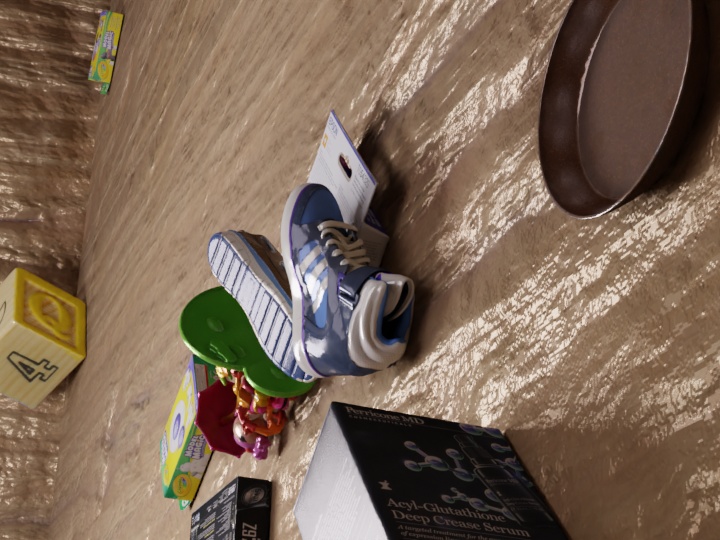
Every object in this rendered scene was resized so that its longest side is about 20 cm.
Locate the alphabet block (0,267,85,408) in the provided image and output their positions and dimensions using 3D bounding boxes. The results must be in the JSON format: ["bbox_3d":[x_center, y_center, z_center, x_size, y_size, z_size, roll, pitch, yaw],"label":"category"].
[{"bbox_3d":[-0.748,0.152,3.078,0.200,0.196,0.196,-43,36,23],"label":"alphabet block"}]

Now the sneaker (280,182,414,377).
[{"bbox_3d":[0.000,0.000,1.316,0.146,0.080,0.202,-15,72,43],"label":"sneaker"}]

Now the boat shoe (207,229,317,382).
[{"bbox_3d":[-0.079,0.027,1.424,0.200,0.072,0.072,54,138,26],"label":"boat shoe"}]

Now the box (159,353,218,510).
[{"bbox_3d":[-0.241,0.231,1.934,0.118,0.048,0.201,-106,31,-53],"label":"box"}]

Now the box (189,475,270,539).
[{"bbox_3d":[-0.164,0.351,1.661,0.200,0.043,0.161,134,141,-57],"label":"box"}]

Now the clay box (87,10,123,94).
[{"bbox_3d":[-0.640,-0.544,3.436,0.115,0.047,0.201,-158,80,-70],"label":"clay box"}]

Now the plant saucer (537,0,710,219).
[{"bbox_3d":[0.186,-0.132,0.962,0.200,0.034,0.202,-169,90,-71],"label":"plant saucer"}]

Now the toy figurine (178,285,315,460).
[{"bbox_3d":[-0.129,0.148,1.607,0.200,0.149,0.185,44,139,38],"label":"toy figurine"}]

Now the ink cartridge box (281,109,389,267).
[{"bbox_3d":[-0.023,-0.043,1.479,0.197,0.043,0.201,-117,43,-57],"label":"ink cartridge box"}]

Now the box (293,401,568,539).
[{"bbox_3d":[0.052,0.198,0.991,0.200,0.147,0.108,-121,46,-61],"label":"box"}]
